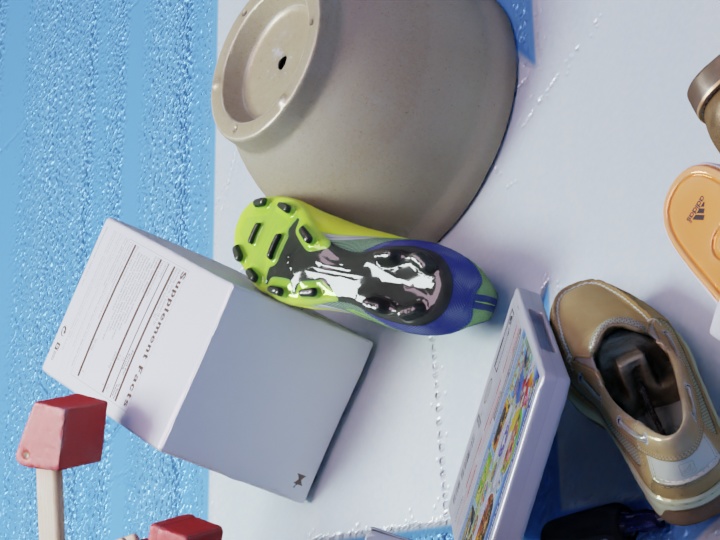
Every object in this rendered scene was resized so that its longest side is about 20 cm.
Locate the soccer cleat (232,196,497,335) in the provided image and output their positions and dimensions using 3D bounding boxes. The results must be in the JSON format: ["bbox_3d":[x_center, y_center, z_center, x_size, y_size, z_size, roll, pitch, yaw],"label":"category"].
[{"bbox_3d":[0.000,0.001,1.784,0.200,0.084,0.065,18,92,42],"label":"soccer cleat"}]

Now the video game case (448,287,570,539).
[{"bbox_3d":[0.081,0.100,1.584,0.200,0.018,0.144,-94,20,-77],"label":"video game case"}]

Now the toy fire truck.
[{"bbox_3d":[-0.159,0.191,1.792,0.141,0.049,0.201,16,102,28],"label":"toy fire truck"}]

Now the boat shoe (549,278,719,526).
[{"bbox_3d":[0.149,0.052,1.542,0.071,0.076,0.200,-31,36,-3],"label":"boat shoe"}]

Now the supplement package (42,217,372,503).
[{"bbox_3d":[-0.105,0.058,1.891,0.200,0.121,0.120,26,92,57],"label":"supplement package"}]

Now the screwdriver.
[{"bbox_3d":[0.175,0.134,1.529,0.200,0.028,0.029,-13,90,45],"label":"screwdriver"}]

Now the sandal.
[{"bbox_3d":[0.208,0.007,1.496,0.207,0.059,0.079,45,114,46],"label":"sandal"}]

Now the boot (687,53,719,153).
[{"bbox_3d":[0.261,-0.121,1.524,0.200,0.073,0.076,-48,51,39],"label":"boot"}]

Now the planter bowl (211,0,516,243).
[{"bbox_3d":[-0.013,-0.117,1.853,0.200,0.134,0.201,-34,45,42],"label":"planter bowl"}]

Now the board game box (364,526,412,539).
[{"bbox_3d":[0.081,0.230,1.445,0.064,0.199,0.148,61,-135,-76],"label":"board game box"}]
